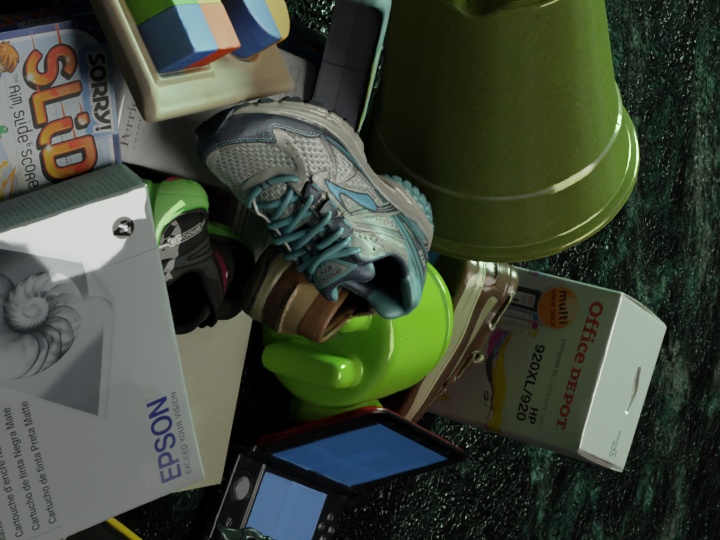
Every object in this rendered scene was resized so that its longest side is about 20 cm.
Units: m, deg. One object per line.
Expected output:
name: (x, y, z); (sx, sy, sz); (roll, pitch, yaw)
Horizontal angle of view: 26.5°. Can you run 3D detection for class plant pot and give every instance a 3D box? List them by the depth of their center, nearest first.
plant pot: (0.090, -0.142, 1.001); (0.200, 0.199, 0.190); (-55, 156, -32)

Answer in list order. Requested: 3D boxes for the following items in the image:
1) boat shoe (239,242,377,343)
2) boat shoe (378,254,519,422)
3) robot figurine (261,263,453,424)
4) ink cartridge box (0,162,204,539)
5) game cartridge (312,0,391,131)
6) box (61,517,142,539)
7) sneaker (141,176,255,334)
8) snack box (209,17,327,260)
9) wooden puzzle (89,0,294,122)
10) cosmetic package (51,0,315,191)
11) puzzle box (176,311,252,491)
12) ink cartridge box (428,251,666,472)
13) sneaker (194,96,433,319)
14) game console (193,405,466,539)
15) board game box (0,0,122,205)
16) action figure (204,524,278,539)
boat shoe: (0.000, 0.000, 1.053); (0.200, 0.074, 0.076); (-34, 152, -48)
boat shoe: (0.072, 0.072, 1.303); (0.075, 0.075, 0.203); (12, 124, -29)
robot figurine: (0.001, 0.042, 1.185); (0.200, 0.115, 0.176); (-12, 111, -63)
ink cartridge box: (-0.194, 0.064, 0.828); (0.199, 0.041, 0.200); (-21, 121, -22)
game cartridge: (-0.015, -0.113, 1.088); (0.133, 0.040, 0.201); (-67, 173, -59)
box: (-0.212, 0.238, 0.947); (0.200, 0.049, 0.160); (-57, 150, -16)
sneaker: (-0.117, 0.003, 0.971); (0.200, 0.076, 0.084); (54, 39, -72)
snack box: (-0.069, -0.080, 1.106); (0.072, 0.024, 0.201); (14, 90, -61)
wooden puzzle: (-0.103, -0.182, 0.854); (0.186, 0.046, 0.200); (65, 21, -1)
cosmetic package: (-0.114, -0.109, 0.964); (0.200, 0.074, 0.102); (8, 94, -63)
puzzle box: (-0.148, 0.089, 1.042); (0.200, 0.025, 0.134); (3, 100, -61)
ink cartridge box: (0.150, 0.080, 1.387); (0.145, 0.199, 0.148); (26, 80, -61)
sneaker: (-0.019, -0.034, 0.925); (0.200, 0.077, 0.087); (30, 47, -42)
game console: (-0.022, 0.194, 1.217); (0.200, 0.118, 0.173); (35, 72, -59)
board game box: (-0.196, -0.036, 0.830); (0.135, 0.034, 0.201); (-16, 120, -25)
action figure: (-0.116, 0.280, 1.054); (0.200, 0.102, 0.119); (-57, -167, 16)
